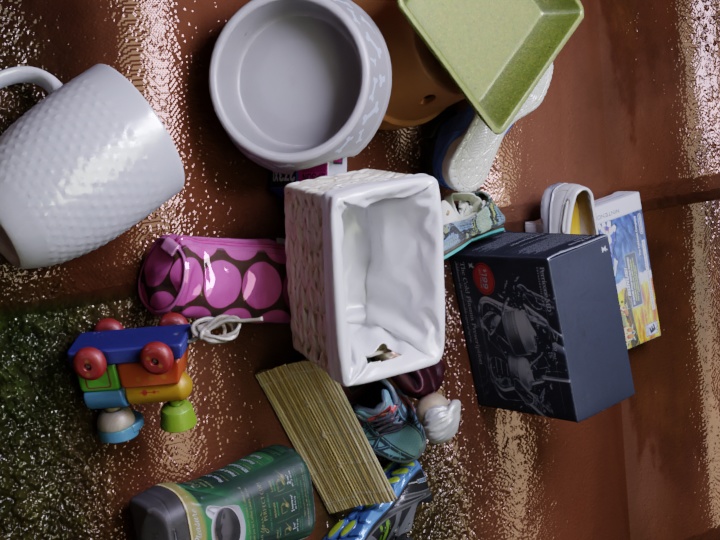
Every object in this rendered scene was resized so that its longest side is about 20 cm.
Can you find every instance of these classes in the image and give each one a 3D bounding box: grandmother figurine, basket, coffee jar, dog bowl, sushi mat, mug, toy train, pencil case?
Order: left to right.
[{"bbox_3d":[-0.296,-0.108,1.390,0.175,0.148,0.201,-38,83,-22],"label":"mug"},{"bbox_3d":[-0.185,0.110,1.453,0.085,0.197,0.117,-72,155,-66],"label":"toy train"},{"bbox_3d":[-0.148,0.260,1.537,0.198,0.085,0.106,-14,103,-37],"label":"coffee jar"},{"bbox_3d":[-0.133,0.005,1.540,0.198,0.091,0.094,0,127,-39],"label":"pencil case"},{"bbox_3d":[-0.069,-0.201,1.516,0.059,0.197,0.203,-11,101,-78],"label":"dog bowl"},{"bbox_3d":[-0.037,0.184,1.618,0.202,0.095,0.012,64,34,-20],"label":"sushi mat"},{"bbox_3d":[0.000,0.000,1.508,0.134,0.123,0.203,-12,107,-31],"label":"basket"},{"bbox_3d":[0.055,0.103,1.645,0.120,0.061,0.202,-8,64,-46],"label":"grandmother figurine"}]

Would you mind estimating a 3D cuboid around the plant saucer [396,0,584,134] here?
[{"bbox_3d":[0.133,-0.285,1.579,0.200,0.048,0.201,49,65,-27],"label":"plant saucer"}]

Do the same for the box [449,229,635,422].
[{"bbox_3d":[0.217,0.062,1.746,0.103,0.181,0.203,-20,103,-34],"label":"box"}]

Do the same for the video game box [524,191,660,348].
[{"bbox_3d":[0.306,0.014,1.897,0.181,0.047,0.203,-18,102,-32],"label":"video game box"}]

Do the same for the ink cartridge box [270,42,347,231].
[{"bbox_3d":[-0.056,-0.144,1.583,0.037,0.094,0.203,-4,95,-45],"label":"ink cartridge box"}]

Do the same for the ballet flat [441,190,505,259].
[{"bbox_3d":[0.106,-0.054,1.706,0.199,0.073,0.075,-25,108,-61],"label":"ballet flat"}]

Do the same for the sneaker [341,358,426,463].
[{"bbox_3d":[0.010,0.155,1.638,0.079,0.096,0.200,-41,113,-1],"label":"sneaker"}]

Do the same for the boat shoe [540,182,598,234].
[{"bbox_3d":[0.271,-0.008,1.801,0.070,0.069,0.203,-7,96,-33],"label":"boat shoe"}]

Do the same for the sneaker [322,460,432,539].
[{"bbox_3d":[0.018,0.306,1.673,0.200,0.070,0.083,-46,111,-29],"label":"sneaker"}]

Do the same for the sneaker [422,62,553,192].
[{"bbox_3d":[0.143,-0.186,1.720,0.076,0.111,0.202,32,86,-25],"label":"sneaker"}]

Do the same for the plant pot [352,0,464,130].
[{"bbox_3d":[0.068,-0.264,1.647,0.198,0.139,0.203,-2,93,-36],"label":"plant pot"}]
